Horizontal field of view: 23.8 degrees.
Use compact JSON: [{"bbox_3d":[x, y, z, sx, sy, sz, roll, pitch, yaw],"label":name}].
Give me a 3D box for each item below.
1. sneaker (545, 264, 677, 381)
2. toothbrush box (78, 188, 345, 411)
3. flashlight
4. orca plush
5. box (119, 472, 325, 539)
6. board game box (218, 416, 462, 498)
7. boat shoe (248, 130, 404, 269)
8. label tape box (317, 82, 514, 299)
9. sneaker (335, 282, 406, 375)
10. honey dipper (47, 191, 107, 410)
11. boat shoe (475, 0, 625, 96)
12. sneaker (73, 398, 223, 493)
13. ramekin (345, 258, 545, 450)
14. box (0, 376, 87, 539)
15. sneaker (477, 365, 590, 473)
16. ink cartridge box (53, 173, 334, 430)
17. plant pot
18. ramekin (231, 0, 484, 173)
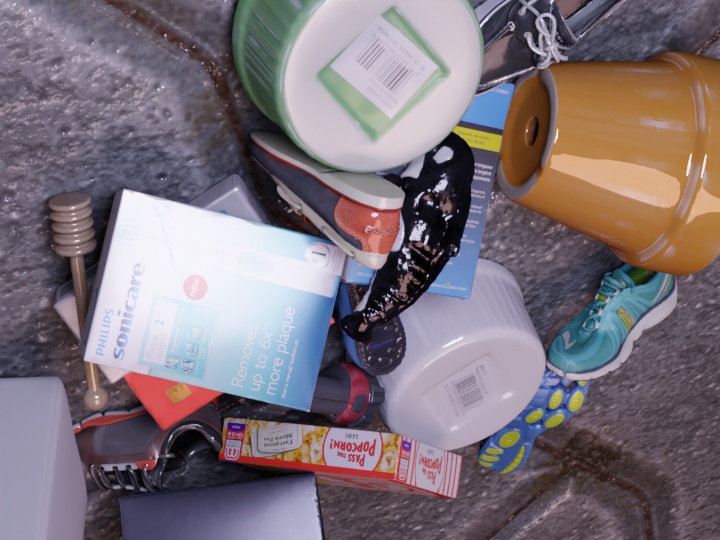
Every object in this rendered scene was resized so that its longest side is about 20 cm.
[{"bbox_3d":[0.258,0.039,1.774,0.200,0.077,0.080,-42,141,-32],"label":"sneaker"},{"bbox_3d":[-0.127,0.024,1.450,0.198,0.085,0.148,15,89,-12],"label":"toothbrush box"},{"bbox_3d":[-0.051,0.111,1.614,0.067,0.069,0.199,-32,157,23],"label":"flashlight"},{"bbox_3d":[0.051,-0.025,1.478,0.201,0.071,0.105,-51,122,-13],"label":"orca plush"},{"bbox_3d":[-0.133,0.280,1.711,0.194,0.119,0.200,-7,168,-4],"label":"box"},{"bbox_3d":[-0.019,0.187,1.708,0.198,0.047,0.151,2,167,28],"label":"board game box"},{"bbox_3d":[-0.035,-0.066,1.429,0.071,0.199,0.063,-5,116,-37],"label":"boat shoe"},{"bbox_3d":[0.048,-0.084,1.545,0.143,0.063,0.203,9,96,-35],"label":"label tape box"},{"bbox_3d":[0.000,0.000,1.630,0.065,0.078,0.202,-15,119,-21],"label":"sneaker"},{"bbox_3d":[-0.240,0.031,1.487,0.038,0.038,0.202,-12,115,-17],"label":"honey dipper"},{"bbox_3d":[0.161,-0.212,1.476,0.198,0.068,0.074,-34,128,2],"label":"boat shoe"},{"bbox_3d":[-0.225,0.184,1.675,0.198,0.082,0.077,-27,140,-1],"label":"sneaker"},{"bbox_3d":[0.092,0.093,1.745,0.198,0.098,0.202,-15,138,-14],"label":"ramekin"},{"bbox_3d":[-0.345,0.233,1.541,0.169,0.201,0.201,-2,138,0],"label":"box"},{"bbox_3d":[0.181,0.142,1.852,0.070,0.083,0.200,16,138,-17],"label":"sneaker"},{"bbox_3d":[-0.146,0.039,1.544,0.199,0.045,0.177,-32,112,6],"label":"ink cartridge box"},{"bbox_3d":[0.229,-0.109,1.549,0.181,0.201,0.201,10,129,-21],"label":"plant pot"},{"bbox_3d":[0.003,-0.178,1.380,0.198,0.098,0.202,-10,123,-16],"label":"ramekin"}]
